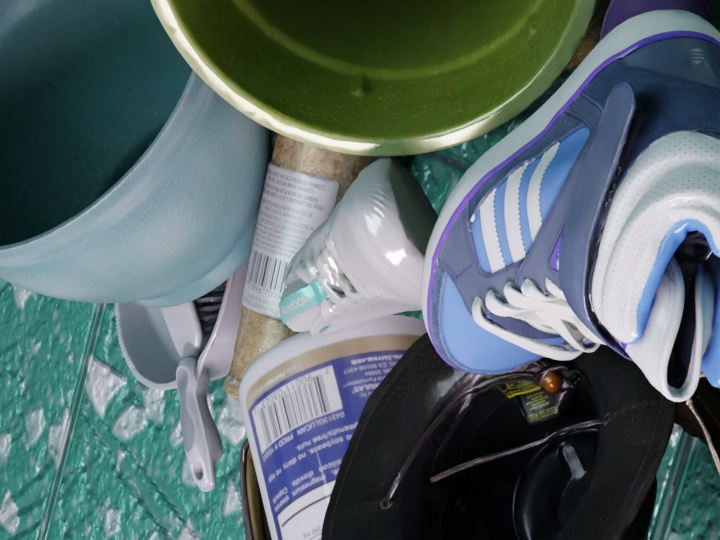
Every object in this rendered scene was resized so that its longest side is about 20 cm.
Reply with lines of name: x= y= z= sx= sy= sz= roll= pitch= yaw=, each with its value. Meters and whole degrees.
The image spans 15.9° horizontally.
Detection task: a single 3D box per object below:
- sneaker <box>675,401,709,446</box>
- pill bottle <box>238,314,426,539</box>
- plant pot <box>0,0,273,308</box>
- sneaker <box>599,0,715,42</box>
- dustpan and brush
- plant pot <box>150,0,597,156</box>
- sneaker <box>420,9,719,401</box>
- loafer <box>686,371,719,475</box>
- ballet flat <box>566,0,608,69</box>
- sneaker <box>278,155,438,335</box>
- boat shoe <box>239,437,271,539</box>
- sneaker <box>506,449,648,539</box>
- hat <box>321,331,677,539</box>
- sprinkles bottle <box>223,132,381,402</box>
sneaker: x=0.176 y=0.064 z=1.090 sx=0.200 sy=0.070 sz=0.076 roll=-2 pitch=89 yaw=53
pill bottle: x=0.014 y=0.132 z=1.251 sx=0.111 sy=0.111 sz=0.200 roll=-40 pitch=55 yaw=41
plant pot: x=-0.126 y=-0.062 z=1.388 sx=0.200 sy=0.134 sz=0.200 roll=-21 pitch=49 yaw=26
sneaker: x=0.135 y=-0.050 z=1.123 sx=0.200 sy=0.076 sz=0.088 roll=87 pitch=-178 yaw=-53
dustpan and brush: x=-0.091 y=0.037 z=1.439 sx=0.140 sy=0.057 sz=0.200 roll=-44 pitch=52 yaw=37
plant pot: x=0.017 y=-0.184 z=1.166 sx=0.200 sy=0.200 sz=0.190 roll=-55 pitch=9 yaw=31
sneaker: x=0.089 y=0.009 z=0.996 sx=0.200 sy=0.081 sz=0.147 roll=-54 pitch=27 yaw=35
loafer: x=0.182 y=0.097 z=1.013 sx=0.076 sy=0.067 sz=0.200 roll=-29 pitch=96 yaw=48
ballet flat: x=0.080 y=-0.122 z=1.242 sx=0.200 sy=0.071 sz=0.071 roll=-23 pitch=67 yaw=48
sneaker: x=0.000 y=0.000 z=1.195 sx=0.088 sy=0.200 sz=0.075 roll=-28 pitch=87 yaw=2
boat shoe: x=-0.029 y=0.178 z=1.336 sx=0.073 sy=0.065 sz=0.200 roll=-31 pitch=62 yaw=44
sneaker: x=0.080 y=0.085 z=1.201 sx=0.090 sy=0.067 sz=0.200 roll=-11 pitch=68 yaw=39
hat: x=0.073 y=0.101 z=1.098 sx=0.201 sy=0.081 sz=0.201 roll=-27 pitch=36 yaw=22
sprinkles bottle: x=-0.022 y=-0.026 z=1.355 sx=0.068 sy=0.068 sz=0.200 roll=20 pitch=101 yaw=51
